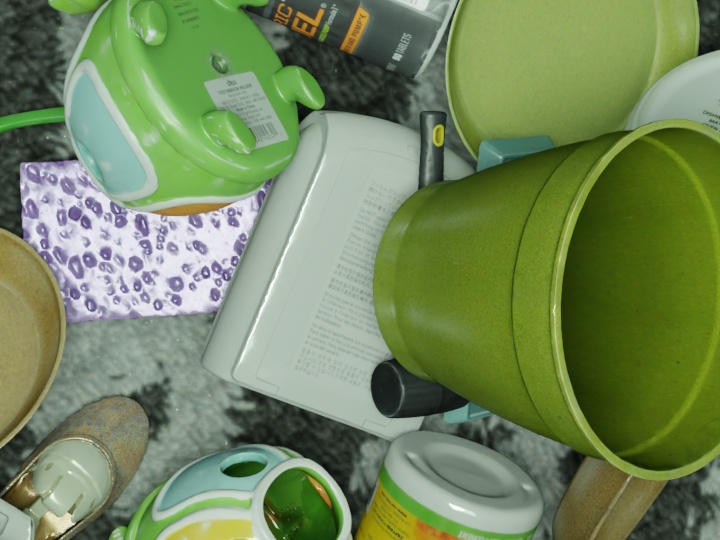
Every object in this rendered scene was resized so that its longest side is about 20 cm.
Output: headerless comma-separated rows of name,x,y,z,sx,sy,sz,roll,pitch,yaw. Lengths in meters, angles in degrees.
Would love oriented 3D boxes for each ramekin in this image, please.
ramekin,0.258,-0.060,1.103,0.201,0.203,0.095,-20,137,-4

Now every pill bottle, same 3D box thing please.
pill bottle,0.039,0.220,1.139,0.110,0.111,0.201,18,108,-5
pill bottle,-0.033,-0.213,1.132,0.199,0.106,0.107,22,90,-5

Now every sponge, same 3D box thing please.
sponge,-0.133,-0.024,1.168,0.198,0.030,0.112,-3,93,-5

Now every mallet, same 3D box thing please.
mallet,0.052,-0.002,1.106,0.066,0.041,0.201,5,95,-37

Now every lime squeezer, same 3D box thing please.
lime squeezer,-0.161,-0.142,1.165,0.200,0.038,0.071,-43,64,-1

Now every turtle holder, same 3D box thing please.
turtle holder,-0.131,-0.118,1.066,0.185,0.141,0.131,42,129,-18
turtle holder,-0.088,0.184,1.092,0.185,0.132,0.142,-2,64,-44

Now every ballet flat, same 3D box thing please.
ballet flat,-0.220,0.167,1.149,0.200,0.067,0.068,-45,99,-2

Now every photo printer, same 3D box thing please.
photo printer,0.000,0.000,1.138,0.166,0.069,0.201,22,91,-30

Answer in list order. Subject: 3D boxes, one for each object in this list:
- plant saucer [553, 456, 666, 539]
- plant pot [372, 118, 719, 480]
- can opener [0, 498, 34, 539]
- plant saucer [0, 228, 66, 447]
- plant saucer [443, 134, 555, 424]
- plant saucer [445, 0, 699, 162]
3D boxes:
plant saucer,0.183,0.124,1.124,0.035,0.200,0.201,34,89,18
plant pot,0.115,0.011,1.015,0.199,0.192,0.202,-3,95,-40
can opener,-0.302,0.145,1.107,0.199,0.067,0.054,26,90,18
plant saucer,-0.287,0.059,1.117,0.199,0.036,0.201,-4,59,7
plant saucer,0.097,0.009,1.153,0.070,0.019,0.201,-8,113,-42
plant saucer,0.141,-0.151,1.157,0.199,0.031,0.201,-9,112,-23
